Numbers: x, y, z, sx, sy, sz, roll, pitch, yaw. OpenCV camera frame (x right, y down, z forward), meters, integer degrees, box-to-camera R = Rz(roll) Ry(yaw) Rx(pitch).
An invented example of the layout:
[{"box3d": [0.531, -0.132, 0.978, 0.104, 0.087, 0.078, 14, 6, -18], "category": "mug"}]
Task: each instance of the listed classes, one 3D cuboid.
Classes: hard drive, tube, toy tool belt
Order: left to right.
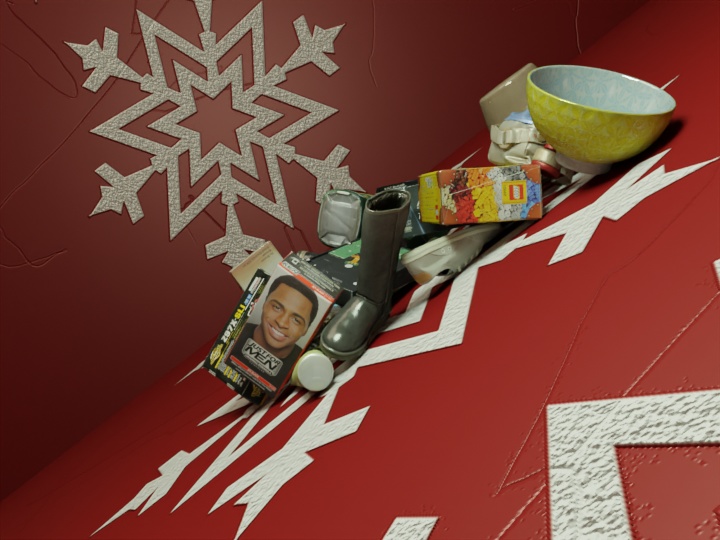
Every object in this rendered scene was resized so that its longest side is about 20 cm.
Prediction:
[{"box3d": [-0.075, 0.144, 1.237, 0.057, 0.053, 0.200, -9, -2, -7], "category": "tube"}, {"box3d": [0.000, 0.000, 1.379, 0.138, 0.039, 0.199, 20, 30, 35], "category": "hard drive"}, {"box3d": [0.274, -0.209, 1.302, 0.125, 0.123, 0.200, -64, 14, 2], "category": "toy tool belt"}]

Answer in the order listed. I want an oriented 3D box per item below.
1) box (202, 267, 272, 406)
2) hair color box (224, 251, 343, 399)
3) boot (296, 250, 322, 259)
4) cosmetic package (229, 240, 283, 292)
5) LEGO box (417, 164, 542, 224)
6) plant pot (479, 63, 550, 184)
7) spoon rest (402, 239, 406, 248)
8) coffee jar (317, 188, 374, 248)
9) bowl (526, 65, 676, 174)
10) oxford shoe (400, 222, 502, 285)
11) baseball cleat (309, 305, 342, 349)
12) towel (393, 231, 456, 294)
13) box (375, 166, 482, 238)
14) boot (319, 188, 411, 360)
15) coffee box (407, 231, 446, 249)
[{"box3d": [-0.171, 0.107, 1.430, 0.159, 0.049, 0.202, 19, 77, 54], "category": "box"}, {"box3d": [-0.117, 0.084, 1.279, 0.202, 0.101, 0.061, -59, -5, 27], "category": "hair color box"}, {"box3d": [-0.027, 0.015, 1.673, 0.148, 0.200, 0.074, -4, 61, 23], "category": "boot"}, {"box3d": [-0.158, 0.053, 1.645, 0.103, 0.201, 0.087, -38, 7, -7], "category": "cosmetic package"}, {"box3d": [0.174, -0.113, 1.278, 0.146, 0.079, 0.200, -4, 5, -4], "category": "LEGO box"}, {"box3d": [0.300, -0.257, 1.476, 0.199, 0.176, 0.200, -35, 5, 4], "category": "plant pot"}, {"box3d": [0.023, -0.013, 1.523, 0.099, 0.061, 0.200, -47, -1, 40], "category": "spoon rest"}, {"box3d": [-0.012, -0.092, 1.563, 0.084, 0.107, 0.200, 11, 4, 15], "category": "coffee jar"}, {"box3d": [0.314, -0.197, 1.152, 0.200, 0.197, 0.109, -45, -31, -54], "category": "bowl"}, {"box3d": [0.140, -0.027, 1.256, 0.198, 0.059, 0.075, -23, -1, -38], "category": "oxford shoe"}, {"box3d": [-0.032, 0.077, 1.366, 0.106, 0.070, 0.199, -42, 9, -27], "category": "baseball cleat"}, {"box3d": [0.085, -0.002, 1.511, 0.199, 0.023, 0.144, -38, 6, -6], "category": "towel"}, {"box3d": [0.129, -0.119, 1.485, 0.196, 0.088, 0.164, -11, 9, 4], "category": "box"}, {"box3d": [0.010, 0.004, 1.188, 0.182, 0.072, 0.203, -49, -21, -51], "category": "boot"}, {"box3d": [0.128, -0.075, 1.700, 0.122, 0.044, 0.200, -33, 7, 37], "category": "coffee box"}]
